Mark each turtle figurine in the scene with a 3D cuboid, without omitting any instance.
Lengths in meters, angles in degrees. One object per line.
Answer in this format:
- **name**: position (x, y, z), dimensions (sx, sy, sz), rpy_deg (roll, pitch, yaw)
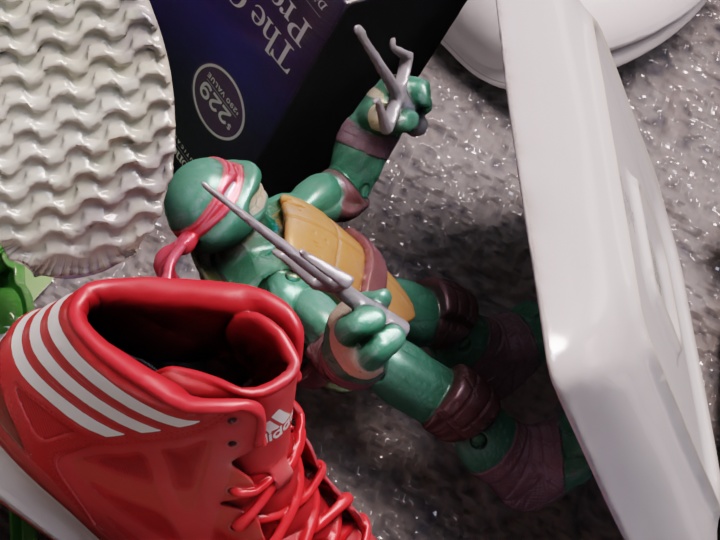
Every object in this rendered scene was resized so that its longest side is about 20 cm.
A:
- **turtle figurine**: position (0.000, 0.000, 0.856), dimensions (0.200, 0.101, 0.150), rpy_deg (38, 40, -34)

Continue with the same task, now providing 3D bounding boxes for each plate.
- **plate**: position (0.093, 0.002, 0.884), dimensions (0.032, 0.200, 0.200), rpy_deg (-14, 54, 13)

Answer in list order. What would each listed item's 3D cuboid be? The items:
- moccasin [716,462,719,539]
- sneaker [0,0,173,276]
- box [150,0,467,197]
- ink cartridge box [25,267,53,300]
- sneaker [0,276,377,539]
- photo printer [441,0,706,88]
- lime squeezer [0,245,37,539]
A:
- **moccasin**: position (0.174, 0.082, 0.936), dimensions (0.078, 0.074, 0.202), rpy_deg (17, 40, -4)
- **sneaker**: position (-0.103, -0.101, 0.786), dimensions (0.069, 0.200, 0.100), rpy_deg (-12, 14, 0)
- **box**: position (-0.058, -0.139, 0.937), dimensions (0.079, 0.141, 0.200), rpy_deg (-23, 68, -35)
- **ink cartridge box**: position (-0.185, -0.067, 0.883), dimensions (0.200, 0.048, 0.146), rpy_deg (34, 47, 4)
- **sneaker**: position (-0.031, 0.077, 0.783), dimensions (0.200, 0.116, 0.078), rpy_deg (34, 56, -16)
- **photo printer**: position (0.063, -0.172, 1.069), dimensions (0.200, 0.069, 0.166), rpy_deg (47, 49, 13)
- **lime squeezer**: position (-0.138, 0.010, 0.827), dimensions (0.200, 0.038, 0.071), rpy_deg (61, 29, -3)
